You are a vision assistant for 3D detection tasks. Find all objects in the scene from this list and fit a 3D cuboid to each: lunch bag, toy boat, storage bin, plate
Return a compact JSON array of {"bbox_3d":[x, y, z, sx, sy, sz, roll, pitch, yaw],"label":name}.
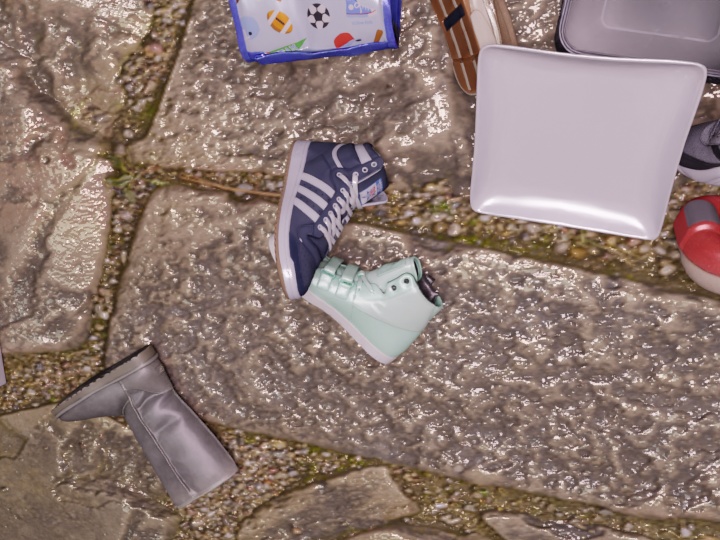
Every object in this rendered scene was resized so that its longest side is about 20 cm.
[{"bbox_3d":[-0.046,-0.315,0.731,0.169,0.124,0.201,-3,94,12],"label":"lunch bag"},{"bbox_3d":[0.406,-0.046,0.675,0.199,0.131,0.131,9,125,9],"label":"toy boat"},{"bbox_3d":[0.294,-0.256,0.683,0.199,0.094,0.136,12,104,9],"label":"storage bin"},{"bbox_3d":[0.212,-0.128,0.719,0.199,0.032,0.200,10,136,15],"label":"plate"}]

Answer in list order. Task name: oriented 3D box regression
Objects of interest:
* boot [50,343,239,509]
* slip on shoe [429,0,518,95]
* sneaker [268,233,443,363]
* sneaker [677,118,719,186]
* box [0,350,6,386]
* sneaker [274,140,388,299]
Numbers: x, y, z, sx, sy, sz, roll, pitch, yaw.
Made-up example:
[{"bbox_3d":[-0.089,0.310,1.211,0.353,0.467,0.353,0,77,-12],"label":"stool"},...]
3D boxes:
[{"bbox_3d":[-0.276,0.215,0.931,0.181,0.073,0.200,-28,102,18],"label":"boot"},{"bbox_3d":[0.115,-0.280,0.737,0.060,0.076,0.201,-18,90,-24],"label":"slip on shoe"},{"bbox_3d":[0.000,0.000,0.812,0.200,0.074,0.118,42,114,-9],"label":"sneaker"},{"bbox_3d":[0.341,-0.136,0.635,0.114,0.200,0.076,43,77,-27],"label":"sneaker"},{"bbox_3d":[-0.590,0.106,0.954,0.199,0.097,0.125,0,102,13],"label":"box"},{"bbox_3d":[-0.027,-0.061,0.763,0.108,0.201,0.070,0,146,6],"label":"sneaker"}]
